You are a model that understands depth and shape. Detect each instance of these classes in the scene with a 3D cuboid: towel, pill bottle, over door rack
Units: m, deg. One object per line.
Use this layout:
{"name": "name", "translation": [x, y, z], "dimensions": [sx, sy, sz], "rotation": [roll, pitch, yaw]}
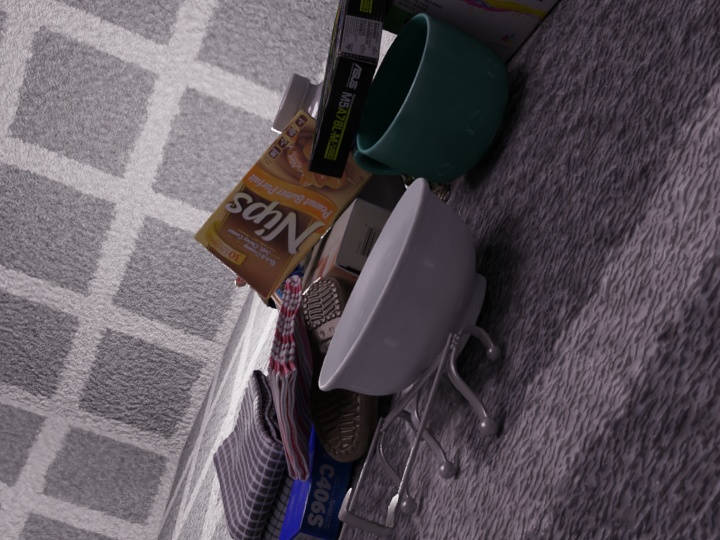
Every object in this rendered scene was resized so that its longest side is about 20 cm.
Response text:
{"name": "towel", "translation": [-0.066, 0.114, 0.991], "dimensions": [0.200, 0.030, 0.147], "rotation": [-86, -10, -62]}
{"name": "pill bottle", "translation": [-0.018, -0.201, 1.266], "dimensions": [0.112, 0.200, 0.112], "rotation": [-159, 90, -80]}
{"name": "pill bottle", "translation": [-0.006, -0.084, 1.205], "dimensions": [0.200, 0.111, 0.111], "rotation": [147, 143, -83]}
{"name": "over door rack", "translation": [0.031, 0.149, 0.654], "dimensions": [0.200, 0.067, 0.148], "rotation": [-50, -6, -45]}
{"name": "towel", "translation": [-0.128, 0.241, 1.174], "dimensions": [0.200, 0.085, 0.166], "rotation": [-123, 47, -62]}

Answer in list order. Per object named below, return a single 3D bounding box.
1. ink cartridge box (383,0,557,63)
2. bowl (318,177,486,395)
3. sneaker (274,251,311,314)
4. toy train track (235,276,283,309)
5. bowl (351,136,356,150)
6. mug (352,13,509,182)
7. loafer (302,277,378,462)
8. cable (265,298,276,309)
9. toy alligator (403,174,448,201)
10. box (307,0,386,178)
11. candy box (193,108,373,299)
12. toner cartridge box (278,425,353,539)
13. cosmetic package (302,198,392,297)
{"name": "ink cartridge box", "translation": [0.122, -0.304, 0.903], "dimensions": [0.200, 0.145, 0.084], "rotation": [133, 154, -64]}
{"name": "bowl", "translation": [0.046, 0.028, 0.768], "dimensions": [0.201, 0.090, 0.201], "rotation": [-155, 90, -84]}
{"name": "sneaker", "translation": [-0.094, -0.006, 1.173], "dimensions": [0.088, 0.075, 0.200], "rotation": [-57, -39, -76]}
{"name": "toy train track", "translation": [-0.118, 0.037, 1.157], "dimensions": [0.200, 0.033, 0.115], "rotation": [48, 152, 33]}
{"name": "bowl", "translation": [0.062, -0.208, 1.085], "dimensions": [0.200, 0.039, 0.201], "rotation": [-33, 25, 17]}
{"name": "mug", "translation": [0.075, -0.168, 0.925], "dimensions": [0.152, 0.114, 0.185], "rotation": [-70, 17, -2]}
{"name": "loafer", "translation": [-0.011, 0.105, 0.959], "dimensions": [0.076, 0.068, 0.200], "rotation": [-21, 64, 34]}
{"name": "cable", "translation": [-0.099, -0.044, 1.294], "dimensions": [0.163, 0.051, 0.200], "rotation": [14, -86, -69]}
{"name": "toy alligator", "translation": [0.068, -0.128, 1.085], "dimensions": [0.200, 0.054, 0.059], "rotation": [-94, 26, -67]}
{"name": "box", "translation": [-0.011, -0.236, 0.979], "dimensions": [0.193, 0.047, 0.200], "rotation": [108, 170, -58]}
{"name": "candy box", "translation": [-0.090, -0.078, 1.071], "dimensions": [0.200, 0.115, 0.055], "rotation": [-50, 2, -2]}
{"name": "toner cartridge box", "translation": [-0.039, 0.211, 1.001], "dimensions": [0.095, 0.043, 0.200], "rotation": [126, 161, -55]}
{"name": "cosmetic package", "translation": [0.000, 0.000, 1.058], "dimensions": [0.200, 0.103, 0.087], "rotation": [136, 154, -70]}
